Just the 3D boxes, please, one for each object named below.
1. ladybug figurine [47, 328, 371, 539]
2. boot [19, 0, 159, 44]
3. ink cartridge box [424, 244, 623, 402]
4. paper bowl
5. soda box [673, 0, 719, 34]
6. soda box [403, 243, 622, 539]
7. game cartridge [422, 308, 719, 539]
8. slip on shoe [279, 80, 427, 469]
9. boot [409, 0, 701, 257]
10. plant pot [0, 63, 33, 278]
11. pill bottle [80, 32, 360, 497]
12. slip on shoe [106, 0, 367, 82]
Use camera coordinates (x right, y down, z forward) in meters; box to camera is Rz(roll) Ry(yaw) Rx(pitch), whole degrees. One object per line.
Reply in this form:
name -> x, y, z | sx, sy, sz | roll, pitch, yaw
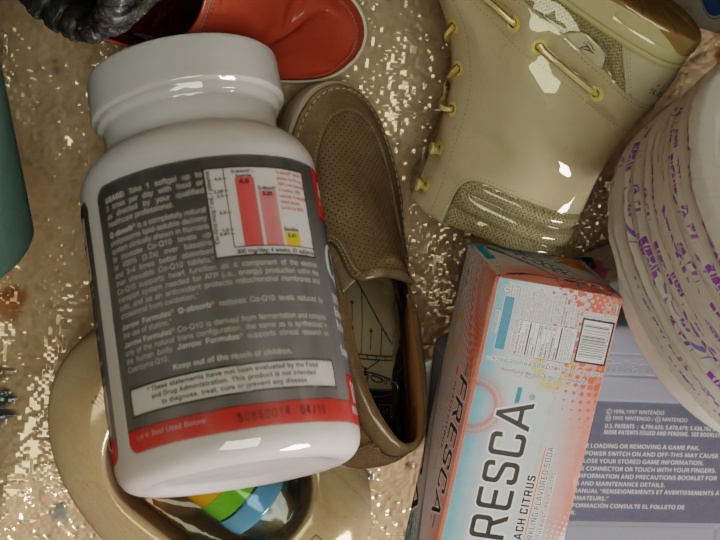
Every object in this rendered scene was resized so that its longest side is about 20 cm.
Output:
ladybug figurine -> -0.079, 0.100, 0.806 | 0.136, 0.072, 0.200 | -45, 107, 2
boot -> -0.121, -0.211, 0.651 | 0.158, 0.079, 0.211 | -36, 85, -40
ink cartridge box -> 0.131, 0.056, 0.835 | 0.199, 0.068, 0.117 | -21, 106, -5
paper bowl -> 0.205, 0.004, 0.718 | 0.200, 0.201, 0.104 | 30, 138, -16
soda box -> 0.215, -0.144, 0.727 | 0.063, 0.200, 0.069 | 0, 105, -11
soda box -> 0.067, 0.092, 0.726 | 0.063, 0.068, 0.201 | 10, 102, -10
game cartridge -> 0.131, 0.087, 0.788 | 0.199, 0.041, 0.134 | 3, 108, -10
slip on shoe -> 0.000, 0.000, 0.768 | 0.076, 0.060, 0.201 | 5, 80, -36
boot -> 0.052, -0.109, 0.771 | 0.199, 0.073, 0.156 | 32, 119, 6
plant pot -> -0.244, -0.085, 0.676 | 0.199, 0.200, 0.197 | -15, 115, -6
pill bottle -> -0.070, -0.001, 0.709 | 0.115, 0.116, 0.201 | -8, 77, -8
slip on shoe -> -0.080, -0.128, 0.730 | 0.199, 0.061, 0.074 | 13, 120, -35
